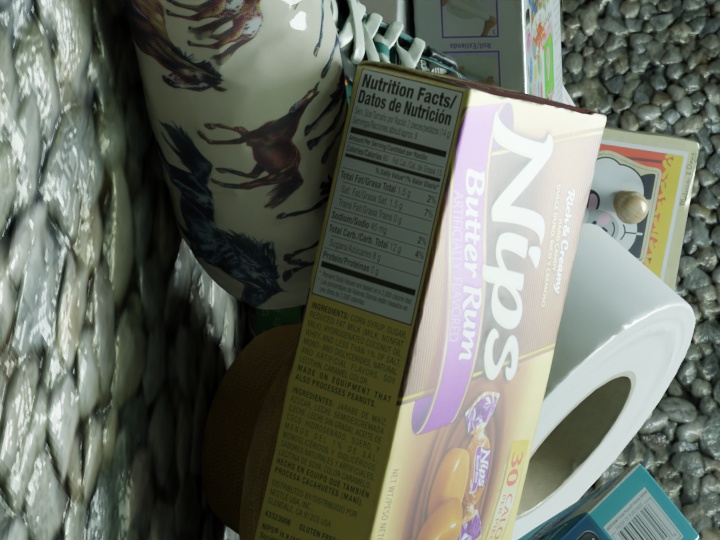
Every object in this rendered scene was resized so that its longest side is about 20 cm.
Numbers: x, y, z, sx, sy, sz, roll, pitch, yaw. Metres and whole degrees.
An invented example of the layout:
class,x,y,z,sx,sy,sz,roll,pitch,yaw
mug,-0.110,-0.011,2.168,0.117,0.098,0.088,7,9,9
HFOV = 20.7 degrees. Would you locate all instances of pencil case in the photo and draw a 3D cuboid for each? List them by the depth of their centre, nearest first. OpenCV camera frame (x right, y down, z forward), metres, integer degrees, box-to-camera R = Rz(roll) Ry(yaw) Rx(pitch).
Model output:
class,x,y,z,sx,sy,sz,roll,pitch,yaw
pencil case,-0.040,-0.074,0.747,0.090,0.077,0.201,-52,150,-31

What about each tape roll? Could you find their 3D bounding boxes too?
class,x,y,z,sx,sy,sz,roll,pitch,yaw
tape roll,0.088,0.074,1.067,0.202,0.071,0.203,-40,157,-21

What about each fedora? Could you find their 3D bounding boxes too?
class,x,y,z,sx,sy,sz,roll,pitch,yaw
fedora,-0.010,0.078,0.870,0.200,0.081,0.202,-25,122,-49

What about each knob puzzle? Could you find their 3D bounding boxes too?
class,x,y,z,sx,sy,sz,roll,pitch,yaw
knob puzzle,0.095,0.002,1.160,0.030,0.218,0.222,-125,-148,-69

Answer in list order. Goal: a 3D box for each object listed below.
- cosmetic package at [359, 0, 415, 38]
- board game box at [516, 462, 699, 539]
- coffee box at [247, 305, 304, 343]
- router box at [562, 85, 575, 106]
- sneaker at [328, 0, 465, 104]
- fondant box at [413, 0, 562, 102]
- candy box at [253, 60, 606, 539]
class,x,y,z,sx,sy,sz,roll,pitch,yaw
cosmetic package,-0.005,-0.190,0.979,0.101,0.071,0.202,28,63,-79
board game box,0.050,0.181,0.933,0.151,0.047,0.200,-36,175,-37
coffee box,0.000,0.000,1.010,0.200,0.044,0.124,-33,126,-64
router box,0.113,-0.086,1.273,0.200,0.049,0.180,54,15,-36
sneaker,0.005,-0.086,0.881,0.200,0.079,0.072,50,34,-41
fondant box,0.065,-0.154,0.993,0.144,0.058,0.202,-52,139,-70
candy box,0.029,0.026,0.778,0.116,0.056,0.202,4,102,-57
